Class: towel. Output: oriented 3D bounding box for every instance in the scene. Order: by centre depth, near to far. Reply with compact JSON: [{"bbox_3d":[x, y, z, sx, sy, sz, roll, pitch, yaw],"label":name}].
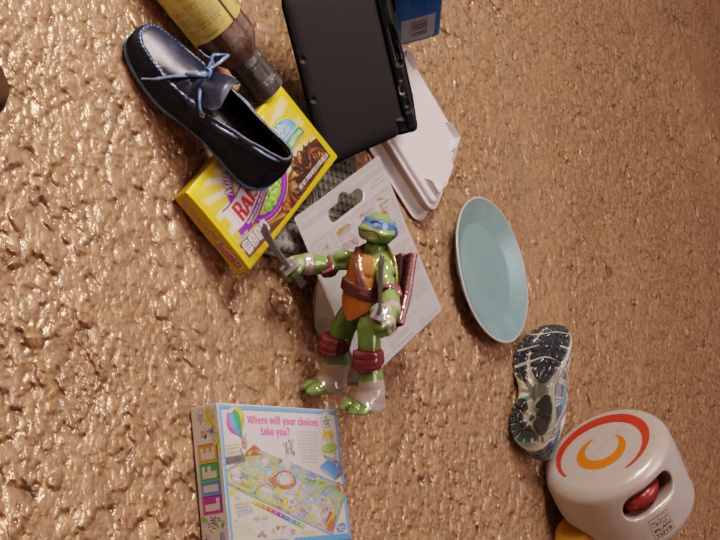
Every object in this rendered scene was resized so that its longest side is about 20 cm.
[{"bbox_3d":[-0.063,-0.098,1.485,0.199,0.034,0.195,12,65,-54],"label":"towel"}]

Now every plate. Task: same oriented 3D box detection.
[{"bbox_3d":[0.171,0.001,1.816,0.199,0.025,0.203,28,56,-51],"label":"plate"}]

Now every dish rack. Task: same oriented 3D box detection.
[{"bbox_3d":[0.064,-0.184,1.704,0.201,0.043,0.173,56,36,-30],"label":"dish rack"}]

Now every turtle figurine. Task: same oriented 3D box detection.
[{"bbox_3d":[-0.026,0.042,1.351,0.200,0.142,0.197,-41,138,-70],"label":"turtle figurine"}]

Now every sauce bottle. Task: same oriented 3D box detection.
[{"bbox_3d":[-0.151,-0.254,1.360,0.201,0.064,0.065,52,38,-30],"label":"sauce bottle"}]

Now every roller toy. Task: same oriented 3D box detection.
[{"bbox_3d":[0.357,0.298,1.842,0.141,0.181,0.201,61,34,-24],"label":"roller toy"}]

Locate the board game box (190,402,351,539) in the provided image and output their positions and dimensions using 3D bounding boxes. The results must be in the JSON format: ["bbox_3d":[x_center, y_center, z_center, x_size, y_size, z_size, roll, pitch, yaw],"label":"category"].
[{"bbox_3d":[-0.084,0.203,1.317,0.199,0.034,0.136,13,67,-56],"label":"board game box"}]

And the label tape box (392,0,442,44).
[{"bbox_3d":[0.044,-0.401,1.649,0.144,0.062,0.203,87,-13,-76],"label":"label tape box"}]

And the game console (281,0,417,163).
[{"bbox_3d":[-0.010,-0.250,1.536,0.176,0.115,0.202,-91,168,-68],"label":"game console"}]

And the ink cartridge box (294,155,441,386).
[{"bbox_3d":[0.000,0.000,1.491,0.162,0.057,0.202,-39,109,-42],"label":"ink cartridge box"}]

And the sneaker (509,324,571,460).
[{"bbox_3d":[0.251,0.168,1.848,0.087,0.077,0.202,59,40,-46],"label":"sneaker"}]

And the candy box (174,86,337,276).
[{"bbox_3d":[-0.103,-0.095,1.377,0.102,0.026,0.201,49,46,-15],"label":"candy box"}]

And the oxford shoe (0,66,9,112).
[{"bbox_3d":[-0.329,-0.208,1.047,0.201,0.084,0.073,60,33,-26],"label":"oxford shoe"}]

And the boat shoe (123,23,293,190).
[{"bbox_3d":[-0.140,-0.171,1.312,0.200,0.068,0.085,41,48,-19],"label":"boat shoe"}]
